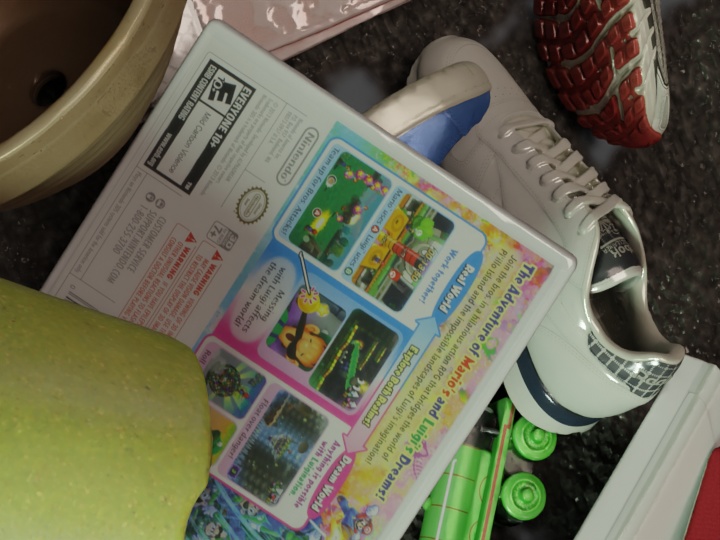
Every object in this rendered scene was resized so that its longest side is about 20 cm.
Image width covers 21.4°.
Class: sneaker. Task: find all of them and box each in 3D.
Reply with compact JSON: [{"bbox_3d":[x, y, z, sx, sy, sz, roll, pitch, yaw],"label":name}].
[{"bbox_3d":[0.136,-0.162,0.961,0.082,0.078,0.202,-1,81,-29],"label":"sneaker"},{"bbox_3d":[0.000,0.000,0.850,0.199,0.077,0.112,-37,94,-17],"label":"sneaker"},{"bbox_3d":[0.088,-0.027,0.894,0.076,0.080,0.201,-16,77,-38],"label":"sneaker"}]

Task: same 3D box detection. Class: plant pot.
[{"bbox_3d":[-0.144,-0.096,0.769,0.093,0.199,0.202,50,55,-54],"label":"plant pot"},{"bbox_3d":[-0.159,0.072,0.689,0.183,0.200,0.202,12,75,-23],"label":"plant pot"}]

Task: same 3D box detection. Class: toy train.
[{"bbox_3d":[0.046,0.151,0.877,0.056,0.042,0.202,16,73,-13],"label":"toy train"}]

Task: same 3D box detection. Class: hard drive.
[{"bbox_3d":[0.120,0.155,0.880,0.201,0.026,0.132,-56,146,-25],"label":"hard drive"}]

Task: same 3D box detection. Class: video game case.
[{"bbox_3d":[-0.039,0.030,0.789,0.181,0.024,0.201,33,94,1],"label":"video game case"}]

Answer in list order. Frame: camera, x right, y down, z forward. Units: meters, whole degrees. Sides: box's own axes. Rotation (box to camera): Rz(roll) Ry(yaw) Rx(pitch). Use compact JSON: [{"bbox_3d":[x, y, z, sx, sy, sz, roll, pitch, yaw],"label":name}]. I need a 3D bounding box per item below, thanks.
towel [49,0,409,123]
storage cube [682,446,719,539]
[{"bbox_3d":[-0.080,-0.187,0.880,0.190,0.032,0.201,-29,95,-29],"label":"towel"},{"bbox_3d":[0.240,0.204,0.855,0.171,0.179,0.201,45,61,-47],"label":"storage cube"}]
